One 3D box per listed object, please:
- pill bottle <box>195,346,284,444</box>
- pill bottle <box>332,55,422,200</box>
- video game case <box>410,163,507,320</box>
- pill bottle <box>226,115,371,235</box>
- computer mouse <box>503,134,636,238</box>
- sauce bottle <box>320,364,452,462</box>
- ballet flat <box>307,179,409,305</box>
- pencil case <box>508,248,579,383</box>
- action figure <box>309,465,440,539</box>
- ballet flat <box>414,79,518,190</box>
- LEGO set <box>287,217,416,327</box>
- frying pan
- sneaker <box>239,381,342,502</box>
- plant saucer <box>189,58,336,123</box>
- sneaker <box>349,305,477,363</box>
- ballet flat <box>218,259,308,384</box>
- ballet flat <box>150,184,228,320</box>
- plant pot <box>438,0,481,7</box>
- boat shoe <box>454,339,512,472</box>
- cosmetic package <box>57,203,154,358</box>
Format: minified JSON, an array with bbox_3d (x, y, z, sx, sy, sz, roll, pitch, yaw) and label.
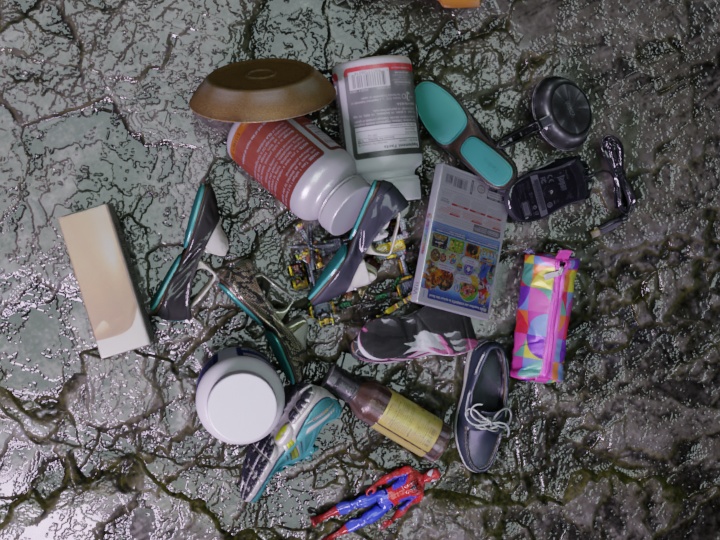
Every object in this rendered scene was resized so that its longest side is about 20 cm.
[{"bbox_3d":[-0.164,0.171,1.450,0.120,0.200,0.120,0,92,-7],"label":"pill bottle"},{"bbox_3d":[0.027,-0.195,1.510,0.114,0.114,0.200,-7,93,-8],"label":"pill bottle"},{"bbox_3d":[0.147,-0.039,1.538,0.143,0.018,0.200,15,82,-37],"label":"video game case"},{"bbox_3d":[-0.080,-0.141,1.461,0.200,0.112,0.112,42,85,20],"label":"pill bottle"},{"bbox_3d":[0.311,-0.106,1.592,0.200,0.046,0.140,-26,107,-6],"label":"computer mouse"},{"bbox_3d":[0.037,0.203,1.548,0.200,0.065,0.065,33,87,-8],"label":"sauce bottle"},{"bbox_3d":[0.003,-0.025,1.422,0.073,0.073,0.200,28,107,-8],"label":"ballet flat"},{"bbox_3d":[0.269,0.066,1.566,0.088,0.088,0.200,6,93,-8],"label":"pencil case"},{"bbox_3d":[0.028,0.340,1.561,0.200,0.052,0.065,-27,92,-9],"label":"action figure"},{"bbox_3d":[0.149,-0.192,1.545,0.068,0.068,0.200,-41,85,15],"label":"ballet flat"},{"bbox_3d":[0.000,0.000,1.509,0.200,0.116,0.154,-6,93,-7],"label":"LEGO set"},{"bbox_3d":[0.269,-0.232,1.549,0.190,0.031,0.115,-3,81,-34],"label":"frying pan"},{"bbox_3d":[-0.101,0.254,1.522,0.080,0.078,0.200,33,99,-27],"label":"sneaker"},{"bbox_3d":[-0.134,-0.250,1.444,0.200,0.200,0.035,-8,119,-8],"label":"plant saucer"},{"bbox_3d":[0.072,0.094,1.548,0.200,0.086,0.080,0,75,-28],"label":"sneaker"},{"bbox_3d":[-0.119,0.068,1.513,0.075,0.068,0.200,-38,107,-13],"label":"ballet flat"},{"bbox_3d":[-0.229,-0.021,1.501,0.068,0.068,0.200,21,99,-16],"label":"ballet flat"},{"bbox_3d":[0.072,-0.463,1.481,0.183,0.200,0.200,-2,92,8],"label":"plant pot"},{"bbox_3d":[0.185,0.202,1.570,0.075,0.062,0.200,9,91,-11],"label":"boat shoe"},{"bbox_3d":[-0.348,0.013,1.469,0.071,0.105,0.200,-17,93,-7],"label":"cosmetic package"}]
